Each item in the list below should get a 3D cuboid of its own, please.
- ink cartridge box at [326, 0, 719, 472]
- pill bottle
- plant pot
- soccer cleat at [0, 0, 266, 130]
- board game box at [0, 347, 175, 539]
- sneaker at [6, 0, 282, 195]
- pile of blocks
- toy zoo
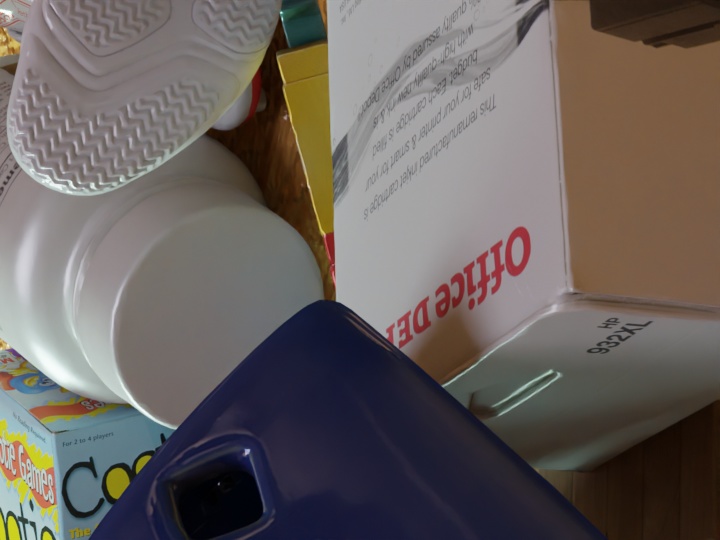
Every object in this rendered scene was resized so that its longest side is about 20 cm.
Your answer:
[{"bbox_3d":[0.054,-0.059,0.764,0.145,0.084,0.200,140,132,-60],"label":"ink cartridge box"},{"bbox_3d":[-0.099,-0.011,1.107,0.200,0.114,0.115,31,128,56],"label":"pill bottle"},{"bbox_3d":[-0.006,0.164,0.704,0.200,0.180,0.200,42,158,25],"label":"plant pot"},{"bbox_3d":[-0.104,-0.106,1.108,0.200,0.085,0.069,45,139,48],"label":"soccer cleat"},{"bbox_3d":[-0.095,0.134,1.173,0.103,0.105,0.200,30,126,57],"label":"board game box"},{"bbox_3d":[-0.064,-0.104,0.972,0.200,0.075,0.114,-62,9,-17],"label":"sneaker"},{"bbox_3d":[0.074,0.027,0.865,0.062,0.082,0.200,43,-163,-46],"label":"pile of blocks"},{"bbox_3d":[0.000,0.000,0.962,0.131,0.020,0.200,79,176,-85],"label":"toy zoo"}]
